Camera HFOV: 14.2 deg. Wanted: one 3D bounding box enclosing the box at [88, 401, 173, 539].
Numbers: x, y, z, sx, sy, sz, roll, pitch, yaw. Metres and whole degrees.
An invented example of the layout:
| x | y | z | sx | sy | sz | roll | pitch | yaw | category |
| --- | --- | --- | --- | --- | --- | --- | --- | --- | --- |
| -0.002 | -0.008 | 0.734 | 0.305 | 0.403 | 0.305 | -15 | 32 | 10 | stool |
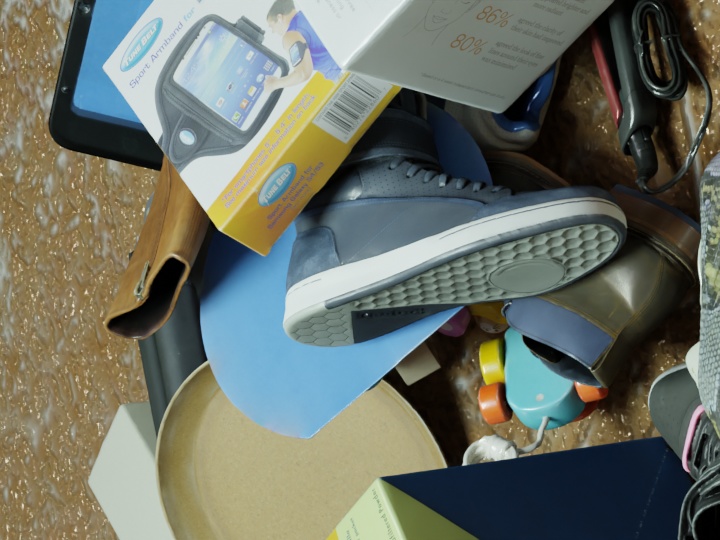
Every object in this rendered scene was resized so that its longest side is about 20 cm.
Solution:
| x | y | z | sx | sy | sz | roll | pitch | yaw | category |
| --- | --- | --- | --- | --- | --- | --- | --- | --- | --- |
| -0.101 | 0.181 | 1.890 | 0.200 | 0.068 | 0.082 | 58 | 136 | 35 | box |

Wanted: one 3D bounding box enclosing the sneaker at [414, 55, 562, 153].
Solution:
| x | y | z | sx | sy | sz | roll | pitch | yaw | category |
| --- | --- | --- | --- | --- | --- | --- | --- | --- | --- |
| 0.065 | -0.160 | 1.613 | 0.146 | 0.080 | 0.201 | 7 | 96 | 47 | sneaker |

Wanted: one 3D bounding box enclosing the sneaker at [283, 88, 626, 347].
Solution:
| x | y | z | sx | sy | sz | roll | pitch | yaw | category |
| --- | --- | --- | --- | --- | --- | --- | --- | --- | --- |
| 0.044 | -0.053 | 1.515 | 0.202 | 0.077 | 0.147 | -15 | 62 | 30 | sneaker |

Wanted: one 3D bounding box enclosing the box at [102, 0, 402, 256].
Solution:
| x | y | z | sx | sy | sz | roll | pitch | yaw | category |
| --- | --- | --- | --- | --- | --- | --- | --- | --- | --- |
| -0.066 | -0.111 | 1.556 | 0.119 | 0.041 | 0.200 | -51 | 43 | 11 | box |

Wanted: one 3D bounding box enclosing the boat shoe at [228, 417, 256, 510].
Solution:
| x | y | z | sx | sy | sz | roll | pitch | yaw | category |
| --- | --- | --- | --- | --- | --- | --- | --- | --- | --- |
| -0.056 | 0.066 | 1.809 | 0.093 | 0.074 | 0.201 | 57 | 132 | 50 | boat shoe |

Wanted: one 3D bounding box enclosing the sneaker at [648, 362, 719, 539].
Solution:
| x | y | z | sx | sy | sz | roll | pitch | yaw | category |
| --- | --- | --- | --- | --- | --- | --- | --- | --- | --- |
| 0.185 | 0.100 | 1.440 | 0.200 | 0.099 | 0.071 | 36 | 124 | 49 | sneaker |

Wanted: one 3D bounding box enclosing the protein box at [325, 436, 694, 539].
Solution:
| x | y | z | sx | sy | sz | roll | pitch | yaw | category |
| --- | --- | --- | --- | --- | --- | --- | --- | --- | --- |
| 0.069 | 0.205 | 1.532 | 0.200 | 0.198 | 0.135 | -53 | 53 | 45 | protein box |

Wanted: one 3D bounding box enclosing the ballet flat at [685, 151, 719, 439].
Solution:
| x | y | z | sx | sy | sz | roll | pitch | yaw | category |
| --- | --- | --- | --- | --- | --- | --- | --- | --- | --- |
| 0.192 | 0.023 | 1.417 | 0.072 | 0.072 | 0.201 | -32 | 45 | 52 | ballet flat |

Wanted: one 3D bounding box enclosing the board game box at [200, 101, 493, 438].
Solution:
| x | y | z | sx | sy | sz | roll | pitch | yaw | category |
| --- | --- | --- | --- | --- | --- | --- | --- | --- | --- |
| 0.000 | 0.000 | 1.603 | 0.200 | 0.039 | 0.158 | -41 | 51 | 15 | board game box |

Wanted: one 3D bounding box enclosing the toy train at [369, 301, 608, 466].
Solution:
| x | y | z | sx | sy | sz | roll | pitch | yaw | category |
| --- | --- | --- | --- | --- | --- | --- | --- | --- | --- |
| 0.057 | 0.056 | 1.613 | 0.150 | 0.056 | 0.200 | -44 | 45 | -8 | toy train |

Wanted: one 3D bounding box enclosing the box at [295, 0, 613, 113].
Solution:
| x | y | z | sx | sy | sz | roll | pitch | yaw | category |
| --- | --- | --- | --- | --- | --- | --- | --- | --- | --- |
| 0.072 | -0.194 | 1.468 | 0.200 | 0.152 | 0.107 | -45 | 61 | 22 | box |

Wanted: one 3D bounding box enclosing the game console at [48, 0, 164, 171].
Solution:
| x | y | z | sx | sy | sz | roll | pitch | yaw | category |
| --- | --- | --- | --- | --- | --- | --- | --- | --- | --- |
| -0.091 | -0.128 | 1.798 | 0.176 | 0.116 | 0.201 | 45 | 129 | 44 | game console |

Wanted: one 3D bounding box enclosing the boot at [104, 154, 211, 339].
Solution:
| x | y | z | sx | sy | sz | roll | pitch | yaw | category |
| --- | --- | --- | --- | --- | --- | --- | --- | --- | --- |
| -0.084 | -0.081 | 1.631 | 0.188 | 0.068 | 0.201 | -44 | 20 | 48 | boot |

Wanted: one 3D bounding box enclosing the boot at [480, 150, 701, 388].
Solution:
| x | y | z | sx | sy | sz | roll | pitch | yaw | category |
| --- | --- | --- | --- | --- | --- | --- | --- | --- | --- |
| 0.090 | -0.002 | 1.546 | 0.200 | 0.075 | 0.097 | 16 | 66 | 49 | boot |

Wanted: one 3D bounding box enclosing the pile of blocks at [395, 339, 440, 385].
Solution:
| x | y | z | sx | sy | sz | roll | pitch | yaw | category |
| --- | --- | --- | --- | --- | --- | --- | --- | --- | --- |
| 0.013 | -0.031 | 1.723 | 0.062 | 0.082 | 0.201 | -29 | 74 | 8 | pile of blocks |

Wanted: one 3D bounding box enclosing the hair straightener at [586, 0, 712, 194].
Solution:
| x | y | z | sx | sy | sz | roll | pitch | yaw | category |
| --- | --- | --- | --- | --- | --- | --- | --- | --- | --- |
| 0.141 | -0.137 | 1.522 | 0.077 | 0.041 | 0.201 | -34 | 60 | 51 | hair straightener |

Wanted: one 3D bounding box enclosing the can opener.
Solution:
| x | y | z | sx | sy | sz | roll | pitch | yaw | category |
| --- | --- | --- | --- | --- | --- | --- | --- | --- | --- |
| -0.108 | 0.032 | 1.853 | 0.053 | 0.067 | 0.201 | 119 | 147 | -43 | can opener |

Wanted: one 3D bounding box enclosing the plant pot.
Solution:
| x | y | z | sx | sy | sz | roll | pitch | yaw | category |
| --- | --- | --- | --- | --- | --- | --- | --- | --- | --- |
| -0.030 | 0.131 | 1.742 | 0.199 | 0.027 | 0.201 | 9 | 115 | 21 | plant pot |
